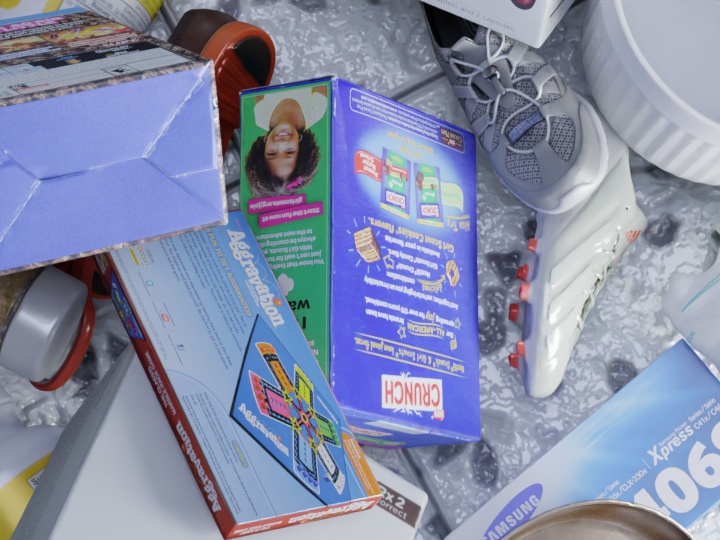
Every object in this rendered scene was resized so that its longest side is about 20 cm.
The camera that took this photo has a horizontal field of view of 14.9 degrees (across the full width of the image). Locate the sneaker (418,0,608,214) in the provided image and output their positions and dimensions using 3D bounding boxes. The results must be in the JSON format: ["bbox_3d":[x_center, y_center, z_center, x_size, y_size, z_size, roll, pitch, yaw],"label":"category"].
[{"bbox_3d":[0.083,-0.116,1.731,0.075,0.082,0.200,-41,55,14],"label":"sneaker"}]

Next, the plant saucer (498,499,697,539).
[{"bbox_3d":[0.130,0.231,1.677,0.199,0.032,0.201,-5,105,-20],"label":"plant saucer"}]

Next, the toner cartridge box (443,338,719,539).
[{"bbox_3d":[0.156,0.143,1.728,0.200,0.043,0.095,-40,81,-9],"label":"toner cartridge box"}]

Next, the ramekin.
[{"bbox_3d":[0.233,-0.149,1.741,0.199,0.105,0.201,6,67,-14],"label":"ramekin"}]

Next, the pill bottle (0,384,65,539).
[{"bbox_3d":[-0.193,0.166,1.679,0.112,0.112,0.200,-39,82,-9],"label":"pill bottle"}]

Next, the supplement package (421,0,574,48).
[{"bbox_3d":[0.061,-0.256,1.728,0.199,0.111,0.156,23,45,14],"label":"supplement package"}]

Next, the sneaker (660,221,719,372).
[{"bbox_3d":[0.270,-0.023,1.746,0.080,0.071,0.200,39,69,16],"label":"sneaker"}]

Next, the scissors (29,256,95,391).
[{"bbox_3d":[-0.165,-0.018,1.719,0.073,0.014,0.201,44,110,35],"label":"scissors"}]

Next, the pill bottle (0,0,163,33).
[{"bbox_3d":[-0.186,-0.177,1.752,0.114,0.114,0.201,27,79,4],"label":"pill bottle"}]

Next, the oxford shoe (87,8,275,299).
[{"bbox_3d":[-0.130,-0.075,1.767,0.072,0.071,0.201,29,85,39],"label":"oxford shoe"}]

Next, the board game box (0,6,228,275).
[{"bbox_3d":[-0.191,-0.078,1.586,0.159,0.200,0.097,-13,109,-25],"label":"board game box"}]

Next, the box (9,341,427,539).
[{"bbox_3d":[-0.095,0.176,1.566,0.198,0.131,0.200,31,46,-9],"label":"box"}]

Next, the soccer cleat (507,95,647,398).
[{"bbox_3d":[0.141,-0.014,1.751,0.077,0.069,0.201,11,75,-2],"label":"soccer cleat"}]

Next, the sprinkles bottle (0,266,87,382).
[{"bbox_3d":[-0.267,-0.006,1.680,0.199,0.068,0.068,27,79,4],"label":"sprinkles bottle"}]

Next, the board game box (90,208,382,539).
[{"bbox_3d":[-0.072,0.055,1.564,0.103,0.019,0.201,-9,60,-35],"label":"board game box"}]

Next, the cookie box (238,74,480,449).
[{"bbox_3d":[0.000,0.000,1.688,0.075,0.171,0.201,-8,75,32],"label":"cookie box"}]
